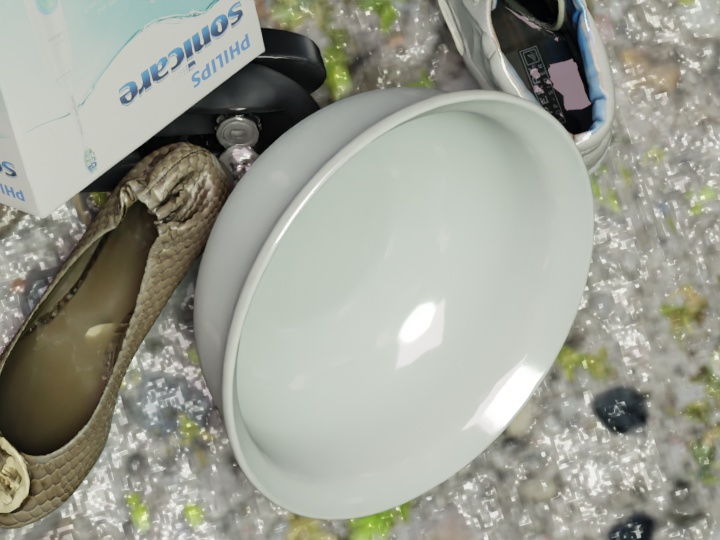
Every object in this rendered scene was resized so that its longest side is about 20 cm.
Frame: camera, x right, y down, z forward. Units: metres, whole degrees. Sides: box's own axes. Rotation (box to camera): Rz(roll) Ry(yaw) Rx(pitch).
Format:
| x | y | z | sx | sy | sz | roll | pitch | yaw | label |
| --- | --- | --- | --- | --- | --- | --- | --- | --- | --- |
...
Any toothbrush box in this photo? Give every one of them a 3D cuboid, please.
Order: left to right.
| x | y | z | sx | sy | sz | roll | pitch | yaw | label |
| --- | --- | --- | --- | --- | --- | --- | --- | --- | --- |
| -0.131 | -0.147 | 0.817 | 0.085 | 0.200 | 0.146 | 18 | 46 | 35 | toothbrush box |

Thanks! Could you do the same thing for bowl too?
| x | y | z | sx | sy | sz | roll | pitch | yaw | label |
| --- | --- | --- | --- | --- | --- | --- | --- | --- | --- |
| 0.000 | 0.000 | 0.866 | 0.201 | 0.201 | 0.090 | -47 | 48 | -7 | bowl |

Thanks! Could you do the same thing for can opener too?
| x | y | z | sx | sy | sz | roll | pitch | yaw | label |
| --- | --- | --- | --- | --- | --- | --- | --- | --- | --- |
| -0.112 | -0.062 | 0.920 | 0.200 | 0.079 | 0.063 | -10 | 121 | 0 | can opener |

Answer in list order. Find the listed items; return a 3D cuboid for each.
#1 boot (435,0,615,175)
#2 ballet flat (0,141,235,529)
| x | y | z | sx | sy | sz | roll | pitch | yaw | label |
| --- | --- | --- | --- | --- | --- | --- | --- | --- | --- |
| 0.067 | -0.139 | 0.909 | 0.073 | 0.096 | 0.200 | -24 | 83 | -5 | boot |
| -0.123 | 0.030 | 0.881 | 0.067 | 0.046 | 0.200 | 38 | 102 | 14 | ballet flat |
